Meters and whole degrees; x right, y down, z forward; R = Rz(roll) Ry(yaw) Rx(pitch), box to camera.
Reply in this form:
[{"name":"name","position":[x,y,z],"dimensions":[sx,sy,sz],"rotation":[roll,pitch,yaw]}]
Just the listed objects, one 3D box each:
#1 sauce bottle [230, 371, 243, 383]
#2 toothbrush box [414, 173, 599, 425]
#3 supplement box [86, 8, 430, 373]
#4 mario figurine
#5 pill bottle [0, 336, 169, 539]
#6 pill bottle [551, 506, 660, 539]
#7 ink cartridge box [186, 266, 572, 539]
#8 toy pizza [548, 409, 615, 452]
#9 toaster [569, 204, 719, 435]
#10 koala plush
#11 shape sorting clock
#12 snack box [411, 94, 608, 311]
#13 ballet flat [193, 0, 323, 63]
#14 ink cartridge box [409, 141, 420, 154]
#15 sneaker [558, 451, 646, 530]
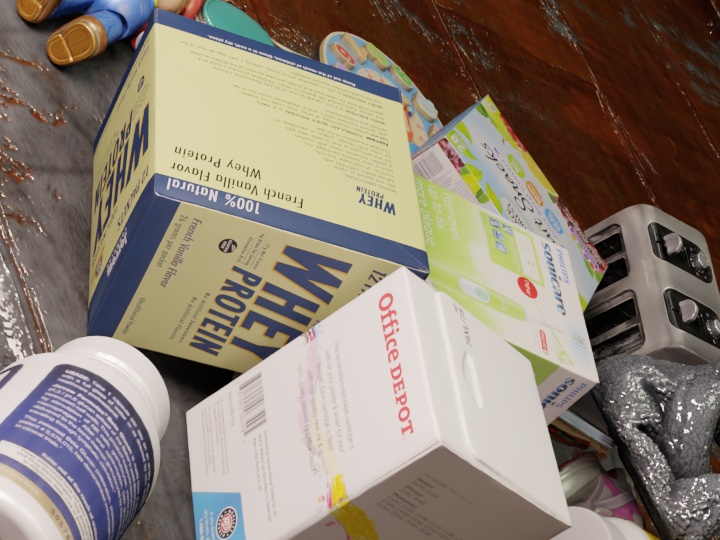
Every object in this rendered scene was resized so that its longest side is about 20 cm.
[{"name":"sauce bottle","position":[-0.041,0.050,1.299],"dimensions":[0.065,0.065,0.200],"rotation":[52,26,-9]},{"name":"toothbrush box","position":[0.075,0.023,1.324],"dimensions":[0.199,0.086,0.146],"rotation":[26,37,-29]},{"name":"supplement box","position":[-0.076,-0.046,1.191],"dimensions":[0.199,0.135,0.200],"rotation":[15,40,-21]},{"name":"mario figurine","position":[-0.177,-0.228,1.341],"dimensions":[0.200,0.105,0.124],"rotation":[-38,128,-59]},{"name":"pill bottle","position":[-0.173,0.112,0.915],"dimensions":[0.111,0.111,0.200],"rotation":[52,24,-9]},{"name":"pill bottle","position":[0.228,0.279,1.456],"dimensions":[0.200,0.114,0.115],"rotation":[34,31,-40]},{"name":"ink cartridge box","position":[0.008,0.130,1.124],"dimensions":[0.146,0.200,0.147],"rotation":[36,31,-38]},{"name":"toy pizza","position":[0.137,0.112,1.519],"dimensions":[0.200,0.032,0.200],"rotation":[33,0,0]},{"name":"toaster","position":[0.267,0.054,1.746],"dimensions":[0.118,0.200,0.182],"rotation":[30,42,-40]},{"name":"koala plush","position":[0.324,0.125,1.507],"dimensions":[0.184,0.199,0.177],"rotation":[63,2,12]},{"name":"shape sorting clock","position":[0.032,-0.164,1.743],"dimensions":[0.200,0.039,0.200],"rotation":[43,27,-28]},{"name":"snack box","position":[0.130,-0.043,1.529],"dimensions":[0.200,0.068,0.169],"rotation":[54,25,-4]},{"name":"ballet flat","position":[-0.086,-0.171,1.501],"dimensions":[0.200,0.069,0.070],"rotation":[27,36,-38]},{"name":"ink cartridge box","position":[0.079,-0.025,1.597],"dimensions":[0.200,0.084,0.145],"rotation":[23,41,-53]},{"name":"sneaker","position":[0.208,0.223,1.531],"dimensions":[0.200,0.081,0.089],"rotation":[18,43,-54]}]
